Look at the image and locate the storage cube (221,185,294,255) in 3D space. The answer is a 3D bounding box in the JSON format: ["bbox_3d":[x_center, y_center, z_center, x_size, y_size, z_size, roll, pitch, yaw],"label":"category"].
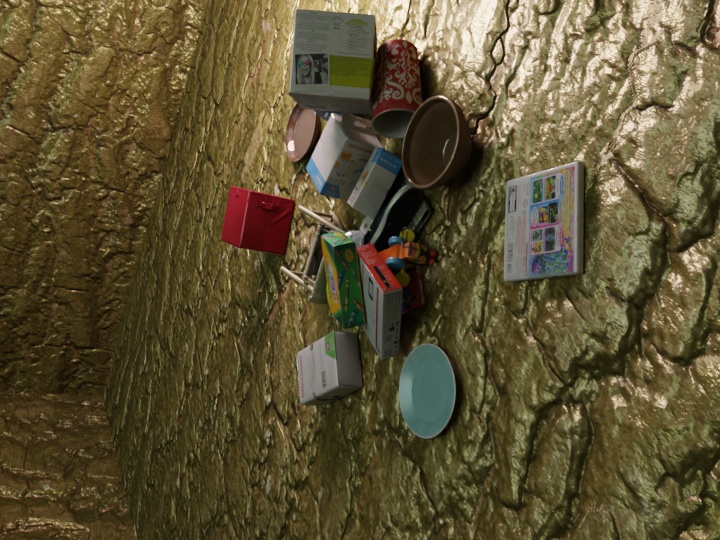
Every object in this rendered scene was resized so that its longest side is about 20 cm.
[{"bbox_3d":[-0.335,-0.162,2.235,0.198,0.167,0.185,21,100,56],"label":"storage cube"}]

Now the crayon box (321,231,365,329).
[{"bbox_3d":[-0.042,0.021,1.646,0.119,0.057,0.206,-139,40,-67],"label":"crayon box"}]

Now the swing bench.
[{"bbox_3d":[-0.105,-0.041,1.899,0.199,0.127,0.203,39,115,47],"label":"swing bench"}]

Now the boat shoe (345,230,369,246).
[{"bbox_3d":[0.000,-0.001,1.768,0.070,0.070,0.207,-2,93,25],"label":"boat shoe"}]

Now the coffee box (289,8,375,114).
[{"bbox_3d":[-0.060,-0.512,1.704,0.200,0.194,0.204,-42,-43,-86],"label":"coffee box"}]

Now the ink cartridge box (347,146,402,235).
[{"bbox_3d":[0.025,-0.199,1.711,0.204,0.067,0.115,-63,11,6],"label":"ink cartridge box"}]

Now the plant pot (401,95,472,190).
[{"bbox_3d":[0.184,-0.275,1.533,0.199,0.091,0.207,-17,70,53],"label":"plant pot"}]

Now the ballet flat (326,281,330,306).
[{"bbox_3d":[-0.058,0.047,1.789,0.067,0.065,0.205,-112,11,-67],"label":"ballet flat"}]

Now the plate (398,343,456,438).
[{"bbox_3d":[0.152,0.265,1.522,0.198,0.025,0.206,-19,68,55],"label":"plate"}]

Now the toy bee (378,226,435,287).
[{"bbox_3d":[0.111,-0.027,1.575,0.200,0.106,0.135,-156,80,-75],"label":"toy bee"}]

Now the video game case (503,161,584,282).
[{"bbox_3d":[0.345,-0.086,1.306,0.180,0.023,0.206,-10,74,56],"label":"video game case"}]

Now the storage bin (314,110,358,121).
[{"bbox_3d":[-0.051,-0.504,1.927,0.136,0.145,0.199,-55,32,-10],"label":"storage bin"}]

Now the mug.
[{"bbox_3d":[0.076,-0.442,1.701,0.175,0.131,0.206,-18,65,43],"label":"mug"}]

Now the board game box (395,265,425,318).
[{"bbox_3d":[0.086,0.067,1.673,0.199,0.019,0.106,-34,54,49],"label":"board game box"}]

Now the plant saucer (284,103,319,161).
[{"bbox_3d":[-0.181,-0.444,2.184,0.199,0.034,0.206,-21,65,54],"label":"plant saucer"}]

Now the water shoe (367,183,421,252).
[{"bbox_3d":[0.071,-0.136,1.645,0.202,0.070,0.080,-57,35,27],"label":"water shoe"}]

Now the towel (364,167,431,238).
[{"bbox_3d":[0.093,-0.135,1.704,0.194,0.034,0.202,-56,39,30],"label":"towel"}]

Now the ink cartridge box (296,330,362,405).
[{"bbox_3d":[-0.085,0.264,1.832,0.199,0.083,0.150,-34,55,49],"label":"ink cartridge box"}]

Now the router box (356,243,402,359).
[{"bbox_3d":[0.037,0.071,1.610,0.181,0.048,0.204,-122,26,-47],"label":"router box"}]

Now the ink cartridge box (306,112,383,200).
[{"bbox_3d":[-0.038,-0.311,1.848,0.202,0.126,0.127,-60,39,30],"label":"ink cartridge box"}]
